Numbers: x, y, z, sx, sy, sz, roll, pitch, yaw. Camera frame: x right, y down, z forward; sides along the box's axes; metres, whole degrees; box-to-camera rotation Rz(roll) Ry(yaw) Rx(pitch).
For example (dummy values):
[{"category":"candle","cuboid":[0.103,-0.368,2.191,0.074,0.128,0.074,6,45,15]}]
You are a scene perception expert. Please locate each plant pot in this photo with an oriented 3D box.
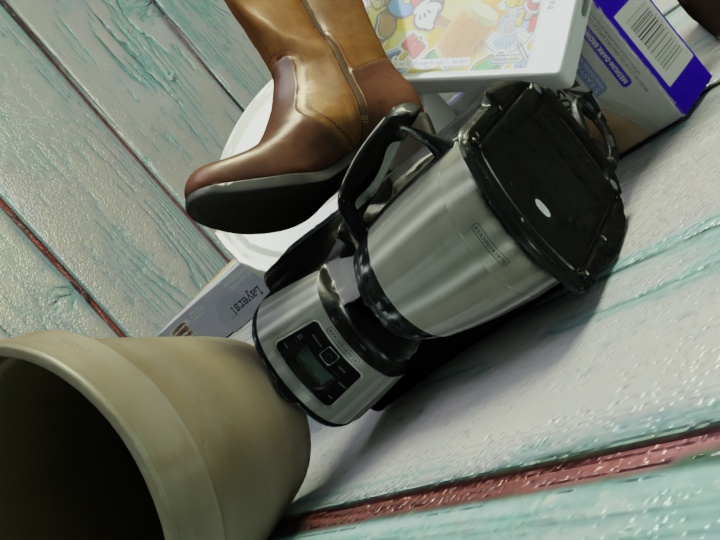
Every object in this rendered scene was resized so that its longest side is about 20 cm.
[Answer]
[{"category":"plant pot","cuboid":[-0.122,0.116,0.578,0.200,0.201,0.173,-37,-8,33]}]

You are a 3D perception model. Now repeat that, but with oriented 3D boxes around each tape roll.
[{"category":"tape roll","cuboid":[-0.019,-0.075,0.782,0.201,0.071,0.205,-17,58,28]}]

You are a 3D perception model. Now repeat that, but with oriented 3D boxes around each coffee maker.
[{"category":"coffee maker","cuboid":[0.054,-0.008,0.618,0.199,0.136,0.191,-36,-16,35]}]

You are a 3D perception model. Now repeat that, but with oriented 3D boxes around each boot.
[{"category":"boot","cuboid":[-0.057,-0.135,0.661,0.187,0.202,0.069,-20,-16,-21]}]

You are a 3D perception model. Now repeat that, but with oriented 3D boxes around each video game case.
[{"category":"video game case","cuboid":[0.075,-0.213,0.712,0.198,0.023,0.184,6,76,38]}]

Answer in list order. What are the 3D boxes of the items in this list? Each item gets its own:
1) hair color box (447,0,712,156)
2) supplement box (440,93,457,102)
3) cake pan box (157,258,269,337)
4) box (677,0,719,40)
[{"category":"hair color box","cuboid":[0.150,-0.127,0.768,0.065,0.109,0.200,-45,7,-36]},{"category":"supplement box","cuboid":[0.137,-0.162,0.950,0.073,0.127,0.200,2,29,24]},{"category":"cake pan box","cuboid":[-0.085,-0.010,0.976,0.200,0.052,0.184,-38,10,29]},{"category":"box","cuboid":[0.293,-0.329,0.832,0.166,0.200,0.164,-39,7,21]}]
